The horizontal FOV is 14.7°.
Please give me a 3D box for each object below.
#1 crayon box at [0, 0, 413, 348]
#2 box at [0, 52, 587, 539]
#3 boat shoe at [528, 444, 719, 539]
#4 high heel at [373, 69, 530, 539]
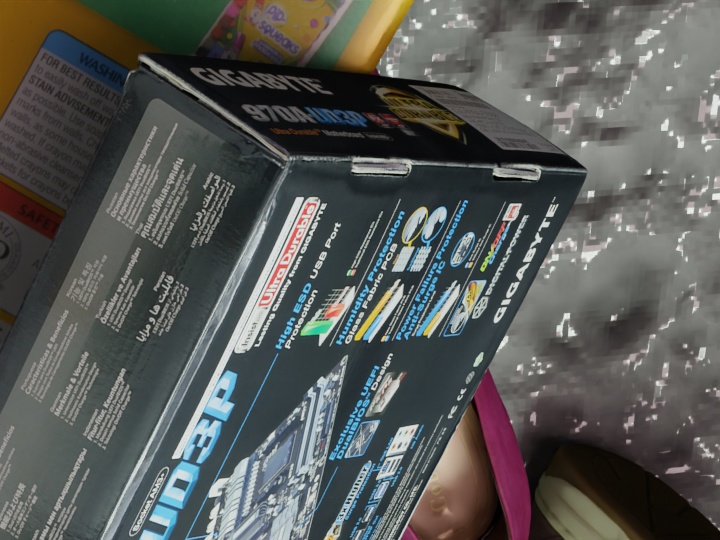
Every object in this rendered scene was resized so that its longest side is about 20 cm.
[{"bbox_3d":[-0.070,-0.049,0.698,0.126,0.052,0.200,30,102,-4],"label":"crayon box"},{"bbox_3d":[-0.036,0.050,0.662,0.159,0.046,0.200,-2,122,-62],"label":"box"},{"bbox_3d":[0.111,0.135,0.805,0.073,0.200,0.065,9,122,-46],"label":"boat shoe"},{"bbox_3d":[0.000,0.000,0.746,0.067,0.096,0.200,-30,121,-6],"label":"high heel"}]
